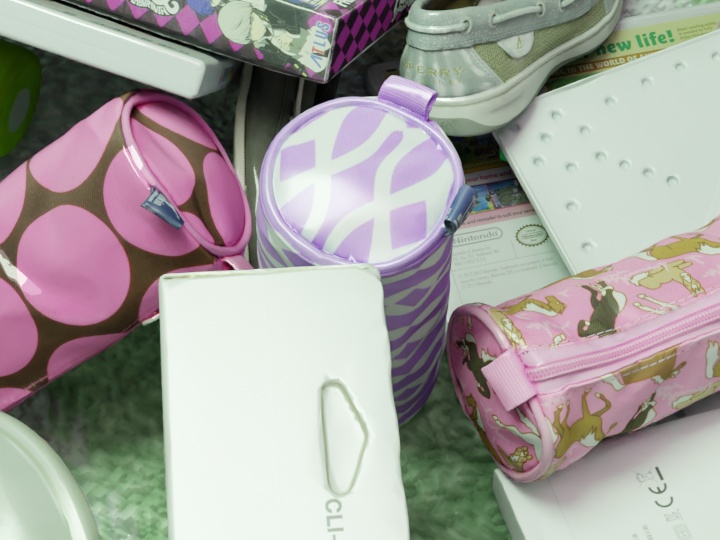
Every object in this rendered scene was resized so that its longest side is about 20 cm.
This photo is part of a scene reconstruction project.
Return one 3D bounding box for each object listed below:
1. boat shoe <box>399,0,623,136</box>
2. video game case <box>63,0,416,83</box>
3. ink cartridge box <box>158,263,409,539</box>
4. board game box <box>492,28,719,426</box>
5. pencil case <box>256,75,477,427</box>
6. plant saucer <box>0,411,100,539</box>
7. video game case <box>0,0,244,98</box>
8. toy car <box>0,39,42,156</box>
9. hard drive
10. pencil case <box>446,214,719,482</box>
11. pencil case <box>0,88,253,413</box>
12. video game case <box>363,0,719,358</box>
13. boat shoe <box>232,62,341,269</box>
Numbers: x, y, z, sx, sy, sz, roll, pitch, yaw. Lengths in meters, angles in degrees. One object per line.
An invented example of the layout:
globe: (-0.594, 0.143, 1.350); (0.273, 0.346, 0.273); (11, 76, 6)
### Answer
boat shoe: (0.075, -0.135, 0.938); (0.074, 0.065, 0.202); (14, 37, 26)
video game case: (-0.059, -0.157, 0.911); (0.181, 0.036, 0.200); (20, 29, 14)
ink cartridge box: (-0.032, 0.107, 0.744); (0.084, 0.200, 0.145); (-2, 60, -6)
board game box: (0.190, -0.020, 0.905); (0.200, 0.026, 0.200); (-21, 66, -14)
pencil case: (0.000, 0.000, 0.811); (0.084, 0.200, 0.086); (19, 65, 6)
plant saucer: (-0.188, 0.143, 0.741); (0.200, 0.050, 0.201); (-10, 70, 28)
video game case: (-0.128, -0.110, 0.870); (0.143, 0.200, 0.018); (18, 97, -1)
toy car: (-0.250, -0.097, 0.839); (0.164, 0.200, 0.158); (20, 69, 7)
hard drive: (0.170, 0.113, 0.793); (0.200, 0.027, 0.132); (-14, 51, -10)
pencil case: (0.133, 0.021, 0.810); (0.200, 0.087, 0.083); (-20, 45, -17)
pencil case: (-0.141, 0.012, 0.814); (0.200, 0.091, 0.094); (-32, 93, 21)
video game case: (0.119, -0.040, 0.942); (0.200, 0.022, 0.182); (-11, 62, -9)
boat shoe: (-0.029, -0.073, 0.924); (0.057, 0.067, 0.200); (0, 57, 1)
